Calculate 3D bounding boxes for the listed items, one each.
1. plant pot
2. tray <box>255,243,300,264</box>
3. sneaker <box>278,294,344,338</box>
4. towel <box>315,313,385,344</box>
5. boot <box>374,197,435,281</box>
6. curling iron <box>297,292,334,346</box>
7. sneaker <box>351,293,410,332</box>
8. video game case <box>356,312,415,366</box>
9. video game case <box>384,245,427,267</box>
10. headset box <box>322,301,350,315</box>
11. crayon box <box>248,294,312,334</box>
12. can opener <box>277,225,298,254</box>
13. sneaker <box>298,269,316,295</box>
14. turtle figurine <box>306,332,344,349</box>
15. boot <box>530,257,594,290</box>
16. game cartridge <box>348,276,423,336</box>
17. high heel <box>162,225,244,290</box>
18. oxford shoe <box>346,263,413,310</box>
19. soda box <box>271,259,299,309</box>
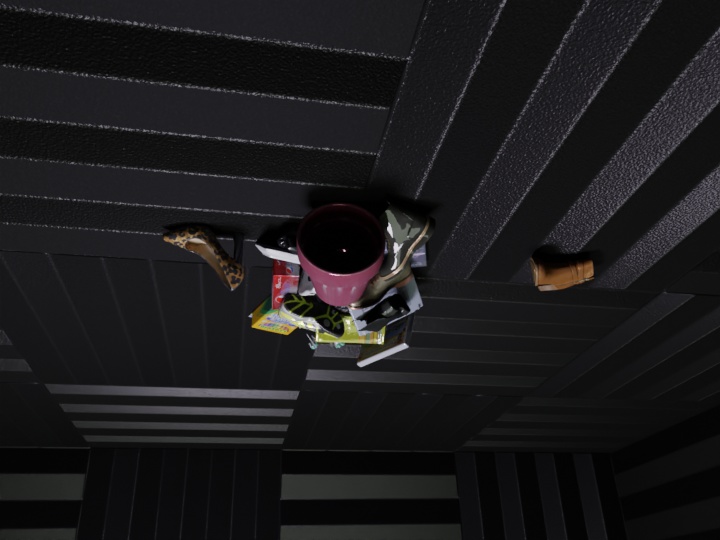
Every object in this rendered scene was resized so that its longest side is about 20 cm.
[{"bbox_3d":[-0.045,-0.021,1.452,0.195,0.203,0.181,0,145,-3],"label":"plant pot"},{"bbox_3d":[-0.157,-0.031,1.576,0.196,0.023,0.107,13,-177,-25],"label":"tray"},{"bbox_3d":[-0.131,0.128,1.733,0.198,0.077,0.076,29,143,-20],"label":"sneaker"},{"bbox_3d":[-0.028,0.165,1.788,0.195,0.018,0.088,1,109,-4],"label":"towel"},{"bbox_3d":[0.065,-0.076,1.493,0.136,0.078,0.201,24,121,-21],"label":"boot"},{"bbox_3d":[-0.121,0.125,1.797,0.049,0.026,0.203,-21,106,25],"label":"curling iron"},{"bbox_3d":[0.057,0.113,1.640,0.104,0.060,0.199,-40,165,14],"label":"sneaker"},{"bbox_3d":[0.079,0.174,1.858,0.023,0.184,0.198,39,135,-25],"label":"video game case"},{"bbox_3d":[0.094,-0.059,1.604,0.139,0.019,0.201,-5,152,6],"label":"video game case"},{"bbox_3d":[0.005,0.095,1.816,0.196,0.077,0.149,10,150,-20],"label":"headset box"},{"bbox_3d":[-0.239,0.133,1.894,0.124,0.053,0.199,15,147,-28],"label":"crayon box"},{"bbox_3d":[-0.117,-0.054,1.554,0.063,0.080,0.198,-34,149,33],"label":"can opener"},{"bbox_3d":[-0.091,0.041,1.640,0.110,0.075,0.200,14,179,-17],"label":"sneaker"},{"bbox_3d":[-0.086,0.167,1.913,0.148,0.102,0.200,-30,154,13],"label":"turtle figurine"},{"bbox_3d":[0.534,0.002,1.681,0.152,0.078,0.200,-13,152,22],"label":"boot"},{"bbox_3d":[0.063,0.080,1.725,0.197,0.041,0.135,-24,121,-6],"label":"game cartridge"},{"bbox_3d":[-0.368,-0.027,1.494,0.195,0.145,0.072,5,151,-14],"label":"high heel"},{"bbox_3d":[0.043,0.026,1.617,0.198,0.071,0.075,-33,140,-17],"label":"oxford shoe"},{"bbox_3d":[-0.202,0.034,1.702,0.068,0.065,0.201,2,150,-9],"label":"soda box"}]
